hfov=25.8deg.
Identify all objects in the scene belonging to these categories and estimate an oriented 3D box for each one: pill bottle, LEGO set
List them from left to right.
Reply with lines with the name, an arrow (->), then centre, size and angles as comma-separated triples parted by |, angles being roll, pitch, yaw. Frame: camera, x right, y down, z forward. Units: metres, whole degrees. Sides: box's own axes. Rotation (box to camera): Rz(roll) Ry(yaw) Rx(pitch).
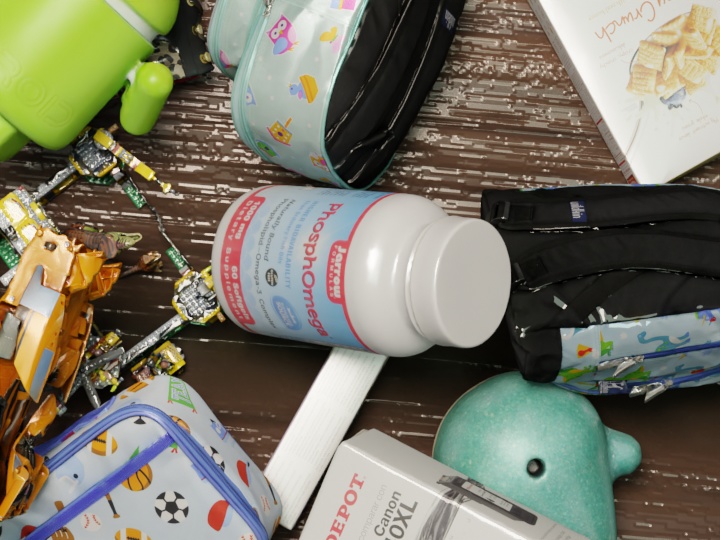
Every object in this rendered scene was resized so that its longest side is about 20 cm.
LEGO set -> -0.189, -0.009, 1.116 | 0.153, 0.116, 0.202 | -28, 86, -4
pill bottle -> 0.000, 0.000, 1.072 | 0.198, 0.108, 0.110 | 6, 82, 42

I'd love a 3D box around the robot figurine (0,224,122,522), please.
robot figurine -> -0.215, 0.076, 1.002 | 0.058, 0.145, 0.202 | 19, 86, 2

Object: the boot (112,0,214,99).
boot -> -0.125, -0.223, 1.169 | 0.201, 0.073, 0.156 | -17, 94, -11

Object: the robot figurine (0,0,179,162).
robot figurine -> -0.205, -0.165, 1.070 | 0.175, 0.116, 0.200 | 43, 92, 2

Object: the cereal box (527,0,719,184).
cereal box -> 0.223, -0.175, 1.180 | 0.143, 0.040, 0.202 | -29, 85, -4

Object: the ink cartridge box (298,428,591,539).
ink cartridge box -> 0.052, 0.214, 1.038 | 0.198, 0.083, 0.147 | 25, 98, 14

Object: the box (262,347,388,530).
box -> -0.017, 0.091, 1.149 | 0.041, 0.039, 0.202 | 28, 84, 3

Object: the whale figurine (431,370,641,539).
whale figurine -> 0.135, 0.168, 1.111 | 0.158, 0.104, 0.201 | -30, 88, -4

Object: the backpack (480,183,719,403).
backpack -> 0.197, 0.010, 1.108 | 0.198, 0.155, 0.164 | -16, 42, 4

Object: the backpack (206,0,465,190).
backpack -> -0.019, -0.163, 1.110 | 0.152, 0.176, 0.203 | 14, 84, 17

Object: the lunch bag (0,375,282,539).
lunch bag -> -0.165, 0.173, 1.078 | 0.199, 0.076, 0.161 | -36, 103, 21
